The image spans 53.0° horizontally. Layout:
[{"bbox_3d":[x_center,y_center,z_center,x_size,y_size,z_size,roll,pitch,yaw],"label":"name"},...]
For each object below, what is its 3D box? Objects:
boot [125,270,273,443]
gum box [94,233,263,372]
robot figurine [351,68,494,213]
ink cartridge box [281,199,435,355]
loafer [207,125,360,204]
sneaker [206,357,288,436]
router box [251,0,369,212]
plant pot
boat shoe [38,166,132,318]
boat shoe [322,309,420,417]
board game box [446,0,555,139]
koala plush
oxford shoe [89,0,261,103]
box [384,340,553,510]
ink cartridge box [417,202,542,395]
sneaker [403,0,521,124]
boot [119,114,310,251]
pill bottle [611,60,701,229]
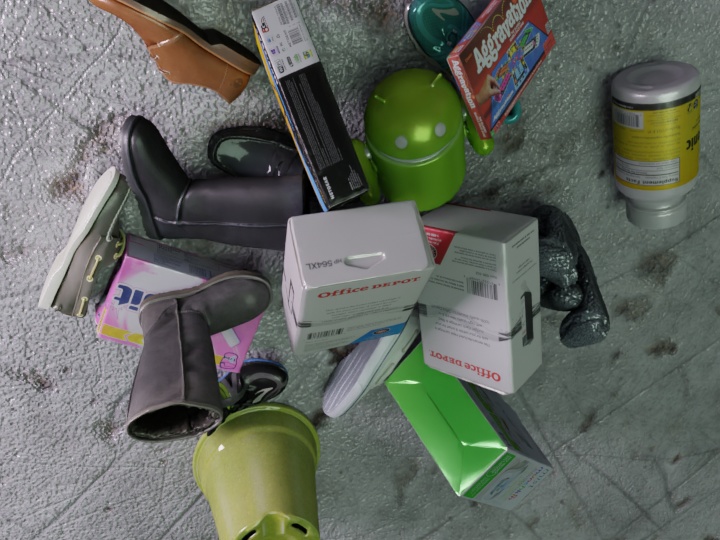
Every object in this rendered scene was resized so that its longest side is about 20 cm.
[{"bbox_3d":[-0.170,0.088,0.799,0.177,0.201,0.074,-18,119,-8],"label":"boot"},{"bbox_3d":[-0.227,0.043,0.914,0.196,0.066,0.116,18,109,-24],"label":"gum box"},{"bbox_3d":[0.066,-0.150,0.850,0.171,0.118,0.201,-20,151,0],"label":"robot figurine"},{"bbox_3d":[-0.011,0.013,0.815,0.142,0.086,0.201,-9,156,-14],"label":"ink cartridge box"},{"bbox_3d":[-0.085,-0.123,0.868,0.195,0.071,0.070,12,113,-22],"label":"loafer"},{"bbox_3d":[-0.189,0.184,0.992,0.194,0.083,0.072,-19,122,-7],"label":"sneaker"},{"bbox_3d":[-0.054,-0.165,0.768,0.050,0.149,0.205,-22,94,-4],"label":"router box"},{"bbox_3d":[-0.135,0.328,1.024,0.194,0.185,0.206,-7,119,-12],"label":"plant pot"},{"bbox_3d":[-0.313,-0.029,0.850,0.059,0.073,0.203,25,114,-27],"label":"boat shoe"},{"bbox_3d":[0.023,0.137,1.036,0.066,0.074,0.202,28,106,-27],"label":"boat shoe"},{"bbox_3d":[0.168,-0.255,0.834,0.202,0.019,0.104,-54,126,-32],"label":"board game box"},{"bbox_3d":[0.216,0.018,1.004,0.197,0.186,0.179,-26,118,23],"label":"koala plush"},{"bbox_3d":[-0.206,-0.242,0.772,0.197,0.072,0.072,27,113,-28],"label":"oxford shoe"},{"bbox_3d":[0.155,0.216,1.019,0.097,0.201,0.175,-44,142,10],"label":"box"},{"bbox_3d":[0.146,0.033,0.907,0.083,0.142,0.206,-29,121,-40],"label":"ink cartridge box"},{"bbox_3d":[0.130,-0.253,0.861,0.078,0.080,0.199,-44,120,9],"label":"sneaker"},{"bbox_3d":[-0.156,-0.096,0.815,0.194,0.067,0.167,7,139,9],"label":"boot"},{"bbox_3d":[0.396,-0.164,0.970,0.108,0.112,0.204,-18,121,-6],"label":"pill bottle"}]
